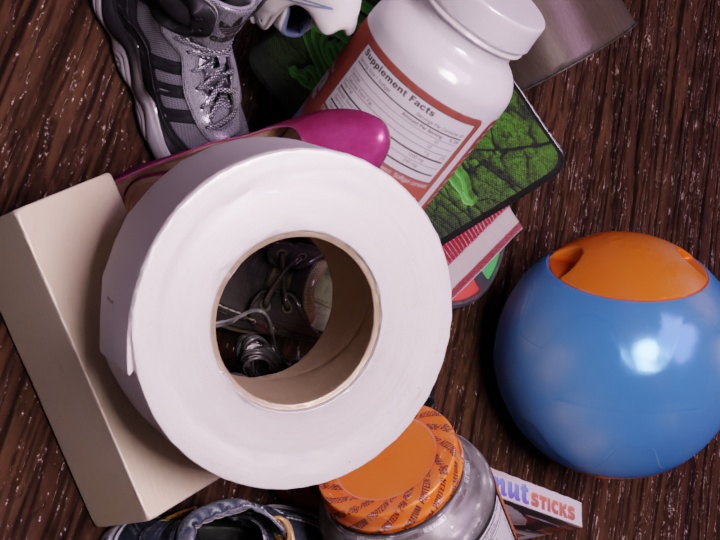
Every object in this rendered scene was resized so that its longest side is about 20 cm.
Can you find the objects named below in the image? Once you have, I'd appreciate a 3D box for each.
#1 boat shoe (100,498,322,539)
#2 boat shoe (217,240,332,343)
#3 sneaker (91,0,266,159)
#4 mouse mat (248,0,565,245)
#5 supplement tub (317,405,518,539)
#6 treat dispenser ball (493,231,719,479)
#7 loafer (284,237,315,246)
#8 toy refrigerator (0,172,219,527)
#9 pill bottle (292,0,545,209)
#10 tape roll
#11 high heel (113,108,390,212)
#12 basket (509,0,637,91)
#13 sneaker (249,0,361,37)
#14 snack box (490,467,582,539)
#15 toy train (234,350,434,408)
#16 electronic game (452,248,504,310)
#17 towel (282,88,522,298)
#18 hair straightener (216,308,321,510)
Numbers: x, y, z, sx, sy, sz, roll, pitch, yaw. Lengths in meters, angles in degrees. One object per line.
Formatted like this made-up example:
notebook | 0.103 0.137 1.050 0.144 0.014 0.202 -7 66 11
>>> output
boat shoe | -0.065 0.183 1.011 0.200 0.091 0.071 6 72 -47
boat shoe | -0.036 0.013 1.057 0.200 0.066 0.072 17 75 -7
sneaker | -0.103 -0.140 1.061 0.075 0.114 0.201 -33 101 -41
mouse mat | 0.031 -0.116 1.126 0.200 0.161 0.008 55 25 -7
supplement tub | 0.046 0.191 1.069 0.123 0.122 0.200 -63 143 -39
treat dispenser ball | 0.209 0.069 1.276 0.201 0.200 0.202 20 63 -43
loafer | 0.000 0.000 1.142 0.200 0.071 0.073 57 33 4
toy refrigerator | -0.161 0.050 0.971 0.076 0.070 0.201 -29 98 -42
pill bottle | 0.031 -0.113 1.061 0.112 0.200 0.112 31 27 -17
tape roll | -0.050 0.024 0.928 0.202 0.071 0.203 -5 102 -23
high heel | -0.080 -0.061 0.997 0.096 0.199 0.068 -2 84 -55
basket | 0.131 -0.268 1.367 0.180 0.136 0.200 -38 102 -52
sneaker | -0.066 -0.207 1.086 0.074 0.200 0.087 -6 106 -34
snack box | 0.082 0.170 1.196 0.200 0.072 0.024 25 58 -41
toy train | -0.017 0.093 1.145 0.200 0.034 0.046 16 75 -45
electronic game | 0.052 -0.065 1.269 0.200 0.042 0.201 20 62 -44
towel | 0.037 -0.081 1.219 0.144 0.023 0.200 -42 102 -43
hair straightener | -0.062 0.082 1.041 0.200 0.041 0.077 55 47 -47
